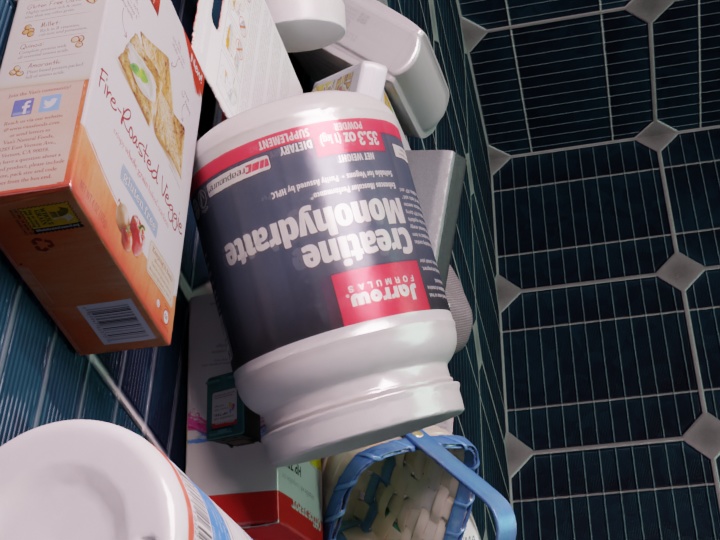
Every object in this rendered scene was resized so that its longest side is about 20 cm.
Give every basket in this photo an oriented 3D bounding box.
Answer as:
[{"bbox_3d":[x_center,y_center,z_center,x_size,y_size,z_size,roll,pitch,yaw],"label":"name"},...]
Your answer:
[{"bbox_3d":[0.030,0.194,0.889,0.200,0.138,0.178,45,-54,48],"label":"basket"}]

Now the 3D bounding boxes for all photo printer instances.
[{"bbox_3d":[0.004,-0.209,1.189,0.070,0.166,0.200,-57,162,-4],"label":"photo printer"}]

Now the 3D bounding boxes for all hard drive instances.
[{"bbox_3d":[0.009,0.000,0.991,0.033,0.138,0.202,22,76,-52],"label":"hard drive"}]

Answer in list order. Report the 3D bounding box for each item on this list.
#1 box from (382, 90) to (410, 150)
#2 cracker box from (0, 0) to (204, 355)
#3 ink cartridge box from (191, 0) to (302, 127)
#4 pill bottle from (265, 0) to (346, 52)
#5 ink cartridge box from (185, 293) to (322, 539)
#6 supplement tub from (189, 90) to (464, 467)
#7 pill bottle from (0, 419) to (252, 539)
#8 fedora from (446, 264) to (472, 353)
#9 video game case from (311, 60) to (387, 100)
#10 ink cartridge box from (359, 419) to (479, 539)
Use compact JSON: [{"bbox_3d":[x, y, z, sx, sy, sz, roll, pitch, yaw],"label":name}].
[{"bbox_3d":[-0.006,-0.079,1.161,0.200,0.111,0.102,59,26,-63],"label":"box"},{"bbox_3d":[-0.136,-0.076,0.640,0.134,0.057,0.202,69,17,-53],"label":"cracker box"},{"bbox_3d":[-0.097,-0.139,0.888,0.201,0.050,0.164,62,24,-49],"label":"ink cartridge box"},{"bbox_3d":[-0.062,-0.294,1.016,0.112,0.111,0.202,30,53,-76],"label":"pill bottle"},{"bbox_3d":[-0.071,0.126,0.821,0.116,0.066,0.202,57,28,-65],"label":"ink cartridge box"},{"bbox_3d":[-0.021,0.006,0.736,0.140,0.139,0.202,33,40,-75],"label":"supplement tub"},{"bbox_3d":[-0.099,0.155,0.550,0.200,0.111,0.113,66,20,-57],"label":"pill bottle"},{"bbox_3d":[0.033,0.033,1.082,0.090,0.199,0.179,-5,111,-40],"label":"fedora"},{"bbox_3d":[-0.030,-0.062,0.926,0.200,0.023,0.184,-161,-96,-78],"label":"video game case"},{"bbox_3d":[0.035,0.199,1.031,0.050,0.161,0.203,5,89,-41],"label":"ink cartridge box"}]
